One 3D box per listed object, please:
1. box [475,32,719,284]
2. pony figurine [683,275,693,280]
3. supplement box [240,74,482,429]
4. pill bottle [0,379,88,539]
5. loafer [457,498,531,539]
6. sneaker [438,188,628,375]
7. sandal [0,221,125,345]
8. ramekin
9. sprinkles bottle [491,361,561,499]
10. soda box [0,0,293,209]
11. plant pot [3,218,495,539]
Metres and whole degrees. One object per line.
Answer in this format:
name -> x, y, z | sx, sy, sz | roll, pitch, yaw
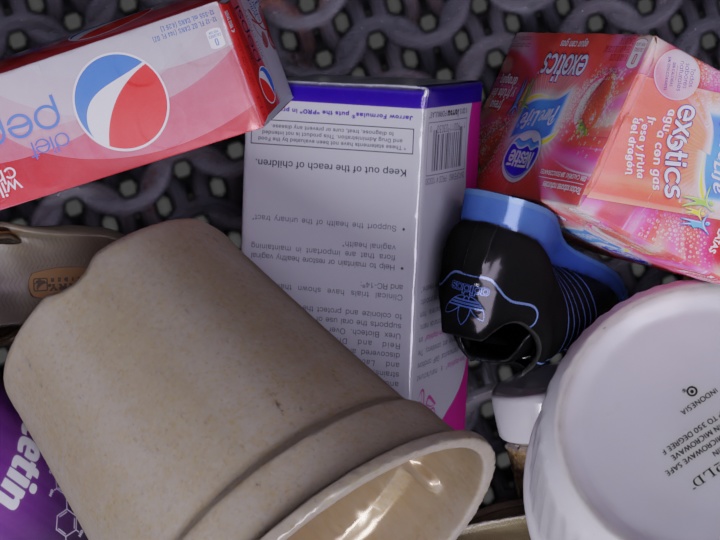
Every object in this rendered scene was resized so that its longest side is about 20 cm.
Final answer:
box -> 0.137, -0.061, 1.267 | 0.102, 0.200, 0.095 | 25, 89, -18
pony figurine -> 0.284, 0.026, 1.359 | 0.199, 0.167, 0.194 | -3, 107, 0
supplement box -> 0.000, 0.000, 1.271 | 0.103, 0.101, 0.201 | 4, 97, 19
pill bottle -> -0.195, 0.116, 1.233 | 0.200, 0.112, 0.113 | 40, 86, -33
loafer -> 0.048, 0.173, 1.291 | 0.199, 0.067, 0.076 | -12, 103, -6
sneaker -> 0.086, 0.020, 1.281 | 0.070, 0.200, 0.078 | 14, 80, 26
sandal -> -0.203, 0.013, 1.259 | 0.199, 0.054, 0.081 | -5, 99, -14
ramekin -> 0.179, 0.096, 1.234 | 0.201, 0.094, 0.203 | -4, 62, 7
sprinkles bottle -> 0.126, 0.154, 1.362 | 0.068, 0.068, 0.201 | -15, 101, -13
soda box -> -0.140, -0.082, 1.214 | 0.199, 0.063, 0.070 | -17, 104, 17
plant pot -> -0.068, 0.082, 1.165 | 0.200, 0.201, 0.184 | -37, 68, -8
